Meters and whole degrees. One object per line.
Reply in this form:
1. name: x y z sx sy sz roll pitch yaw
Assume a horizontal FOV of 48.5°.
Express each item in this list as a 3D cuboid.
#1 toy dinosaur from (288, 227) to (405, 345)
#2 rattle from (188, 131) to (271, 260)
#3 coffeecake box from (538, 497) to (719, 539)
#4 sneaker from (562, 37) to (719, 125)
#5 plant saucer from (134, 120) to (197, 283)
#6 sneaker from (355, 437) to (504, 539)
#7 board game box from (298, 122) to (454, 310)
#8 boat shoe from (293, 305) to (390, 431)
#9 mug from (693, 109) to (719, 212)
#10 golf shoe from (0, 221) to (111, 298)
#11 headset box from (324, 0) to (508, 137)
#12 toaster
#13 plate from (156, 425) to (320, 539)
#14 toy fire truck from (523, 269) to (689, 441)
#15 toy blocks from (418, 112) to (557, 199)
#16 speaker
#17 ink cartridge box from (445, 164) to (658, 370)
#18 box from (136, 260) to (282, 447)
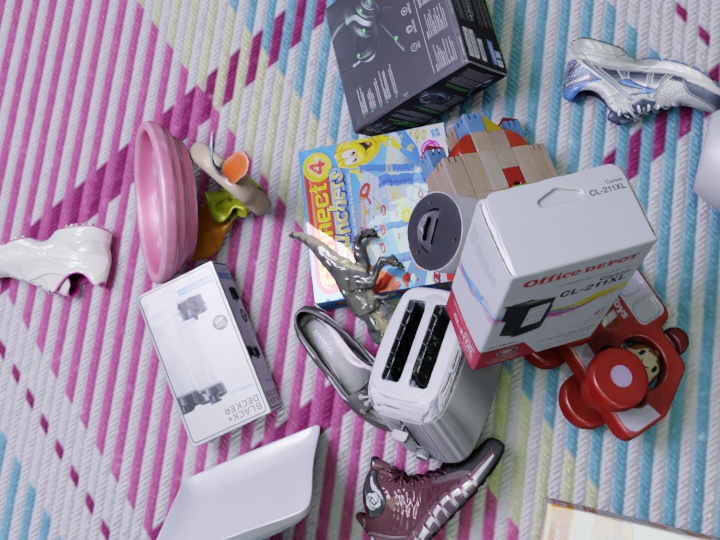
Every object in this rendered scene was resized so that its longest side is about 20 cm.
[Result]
1. toy dinosaur: 0.000 0.000 0.957 0.088 0.047 0.201 -43 75 10
2. rattle: -0.189 -0.085 0.983 0.142 0.200 0.131 -35 103 -3
3. coffeecake box: 0.289 0.353 0.880 0.195 0.073 0.157 10 82 12
4. sneaker: 0.340 -0.214 0.979 0.197 0.077 0.087 21 95 21
5. plant saucer: -0.248 -0.087 1.020 0.050 0.200 0.205 -5 77 -23
6. sneaker: 0.070 0.245 0.944 0.200 0.076 0.115 -46 72 1
7. board game box: 0.029 -0.067 1.014 0.191 0.056 0.205 -10 79 9
8. boat shoe: -0.014 0.123 0.989 0.067 0.057 0.200 -45 75 1
9. mug: 0.480 -0.137 0.902 0.172 0.149 0.203 14 63 19
10. golf shoe: -0.430 -0.003 1.086 0.195 0.075 0.094 -12 81 10
11. headset box: 0.059 -0.279 0.990 0.198 0.092 0.178 -25 74 38
12. toaster: 0.090 0.108 0.911 0.112 0.129 0.203 10 67 33
13. plate: -0.136 0.268 0.929 0.196 0.200 0.033 -24 103 6
14. toy fire truck: 0.291 0.079 0.919 0.166 0.113 0.202 -28 73 -17
15. toy blocks: 0.151 -0.124 0.958 0.196 0.100 0.139 -12 71 -25
16. speaker: 0.142 -0.033 0.861 0.080 0.197 0.083 -7 81 48
17. ink cartridge box: 0.172 0.004 0.766 0.143 0.201 0.084 -14 63 -10
18. box: -0.190 0.104 1.012 0.115 0.060 0.204 -22 85 6
